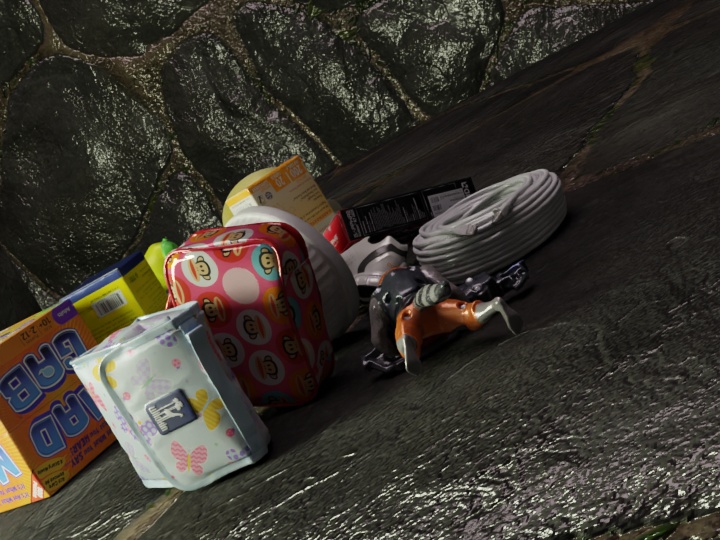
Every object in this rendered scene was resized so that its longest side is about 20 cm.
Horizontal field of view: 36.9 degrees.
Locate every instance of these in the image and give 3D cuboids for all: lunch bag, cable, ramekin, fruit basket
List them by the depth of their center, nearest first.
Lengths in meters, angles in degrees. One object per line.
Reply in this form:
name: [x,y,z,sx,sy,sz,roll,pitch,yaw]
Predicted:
lunch bag: [-0.191,0.129,1.106,0.127,0.170,0.200,-35,12,-35]
lunch bag: [-0.131,0.052,1.176,0.176,0.200,0.082,-5,20,23]
ramekin: [-0.111,0.031,1.314,0.200,0.200,0.105,-18,25,49]
cable: [0.160,-0.056,1.321,0.200,0.069,0.200,-35,11,-31]
fruit basket: [-0.391,0.052,2.073,0.216,0.156,0.216,-43,11,11]

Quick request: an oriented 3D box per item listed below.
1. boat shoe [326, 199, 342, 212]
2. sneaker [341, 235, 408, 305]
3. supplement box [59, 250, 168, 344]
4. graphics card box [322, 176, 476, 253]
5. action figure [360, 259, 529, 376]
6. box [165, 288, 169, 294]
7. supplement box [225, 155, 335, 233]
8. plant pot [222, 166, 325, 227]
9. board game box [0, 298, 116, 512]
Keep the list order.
boat shoe: [-0.113,-0.080,2.211,0.063,0.071,0.200,-22,17,50]
sneaker: [0.000,0.000,1.418,0.200,0.074,0.080,-4,66,55]
supplement box: [-0.335,0.091,1.603,0.109,0.200,0.109,-27,10,13]
graphics card box: [0.054,-0.067,1.489,0.200,0.051,0.125,-16,-12,-17]
action figure: [0.082,0.025,1.063,0.200,0.105,0.193,-34,20,-11]
box: [-0.352,0.103,1.822,0.200,0.044,0.160,-51,6,7]
supplement box: [-0.102,-0.063,1.707,0.126,0.200,0.073,-39,10,-38]
plant pot: [-0.146,-0.068,1.974,0.200,0.200,0.142,-29,34,5]
board game box: [-0.473,0.193,1.491,0.200,0.200,0.200,-22,13,36]
